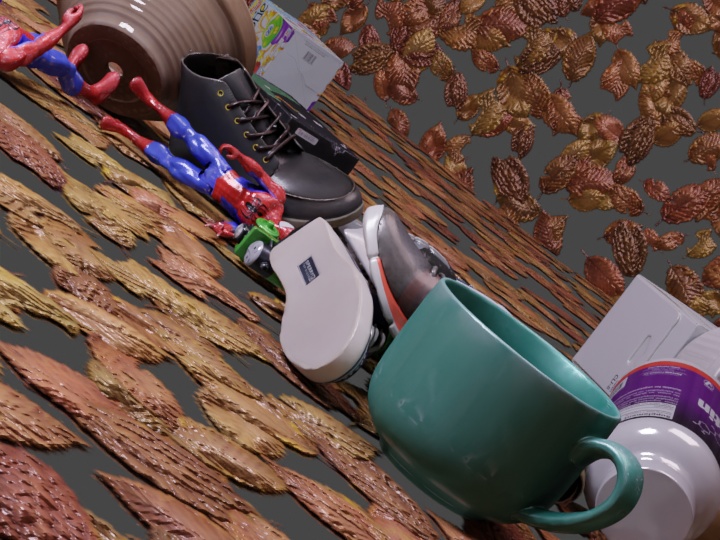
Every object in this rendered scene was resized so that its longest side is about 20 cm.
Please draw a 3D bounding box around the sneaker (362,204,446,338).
[{"bbox_3d":[0.065,0.038,1.274,0.077,0.082,0.201,-27,93,-86],"label":"sneaker"}]

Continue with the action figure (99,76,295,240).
[{"bbox_3d":[-0.134,-0.085,1.445,0.200,0.065,0.099,38,2,12],"label":"action figure"}]

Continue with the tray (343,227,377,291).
[{"bbox_3d":[0.053,0.049,1.366,0.201,0.022,0.107,60,8,3],"label":"tray"}]

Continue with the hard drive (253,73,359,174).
[{"bbox_3d":[-0.101,-0.205,2.317,0.139,0.038,0.200,29,12,-44],"label":"hard drive"}]

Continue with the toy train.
[{"bbox_3d":[-0.020,0.025,1.400,0.200,0.042,0.056,33,20,-23],"label":"toy train"}]

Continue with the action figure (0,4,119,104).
[{"bbox_3d":[-0.256,-0.203,1.436,0.065,0.099,0.200,38,11,18],"label":"action figure"}]

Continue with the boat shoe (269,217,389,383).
[{"bbox_3d":[-0.009,0.041,1.261,0.093,0.074,0.200,51,12,-27],"label":"boat shoe"}]

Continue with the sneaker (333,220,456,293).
[{"bbox_3d":[0.000,0.000,1.542,0.199,0.075,0.116,24,16,-14],"label":"sneaker"}]

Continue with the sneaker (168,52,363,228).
[{"bbox_3d":[-0.084,-0.111,1.500,0.199,0.107,0.075,22,37,23],"label":"sneaker"}]

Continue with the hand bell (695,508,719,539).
[{"bbox_3d":[0.355,0.268,1.534,0.200,0.104,0.104,51,10,7],"label":"hand bell"}]

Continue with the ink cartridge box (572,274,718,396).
[{"bbox_3d":[0.397,0.128,2.170,0.200,0.146,0.145,31,10,-36],"label":"ink cartridge box"}]

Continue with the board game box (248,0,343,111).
[{"bbox_3d":[-0.123,-0.342,2.741,0.105,0.103,0.200,32,10,-29],"label":"board game box"}]

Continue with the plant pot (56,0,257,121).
[{"bbox_3d":[-0.202,-0.206,1.578,0.200,0.201,0.093,36,48,-2],"label":"plant pot"}]

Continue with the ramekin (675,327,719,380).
[{"bbox_3d":[0.439,0.158,2.049,0.202,0.203,0.094,31,-2,-35],"label":"ramekin"}]

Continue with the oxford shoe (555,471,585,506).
[{"bbox_3d":[0.144,0.151,1.366,0.200,0.070,0.075,32,42,-72],"label":"oxford shoe"}]

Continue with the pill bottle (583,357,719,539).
[{"bbox_3d":[0.245,0.155,1.432,0.112,0.113,0.200,37,25,1],"label":"pill bottle"}]

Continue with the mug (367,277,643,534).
[{"bbox_3d":[0.084,0.101,1.144,0.152,0.115,0.185,34,10,-23],"label":"mug"}]

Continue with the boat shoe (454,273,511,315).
[{"bbox_3d":[0.086,0.034,1.658,0.200,0.071,0.091,36,12,9],"label":"boat shoe"}]
